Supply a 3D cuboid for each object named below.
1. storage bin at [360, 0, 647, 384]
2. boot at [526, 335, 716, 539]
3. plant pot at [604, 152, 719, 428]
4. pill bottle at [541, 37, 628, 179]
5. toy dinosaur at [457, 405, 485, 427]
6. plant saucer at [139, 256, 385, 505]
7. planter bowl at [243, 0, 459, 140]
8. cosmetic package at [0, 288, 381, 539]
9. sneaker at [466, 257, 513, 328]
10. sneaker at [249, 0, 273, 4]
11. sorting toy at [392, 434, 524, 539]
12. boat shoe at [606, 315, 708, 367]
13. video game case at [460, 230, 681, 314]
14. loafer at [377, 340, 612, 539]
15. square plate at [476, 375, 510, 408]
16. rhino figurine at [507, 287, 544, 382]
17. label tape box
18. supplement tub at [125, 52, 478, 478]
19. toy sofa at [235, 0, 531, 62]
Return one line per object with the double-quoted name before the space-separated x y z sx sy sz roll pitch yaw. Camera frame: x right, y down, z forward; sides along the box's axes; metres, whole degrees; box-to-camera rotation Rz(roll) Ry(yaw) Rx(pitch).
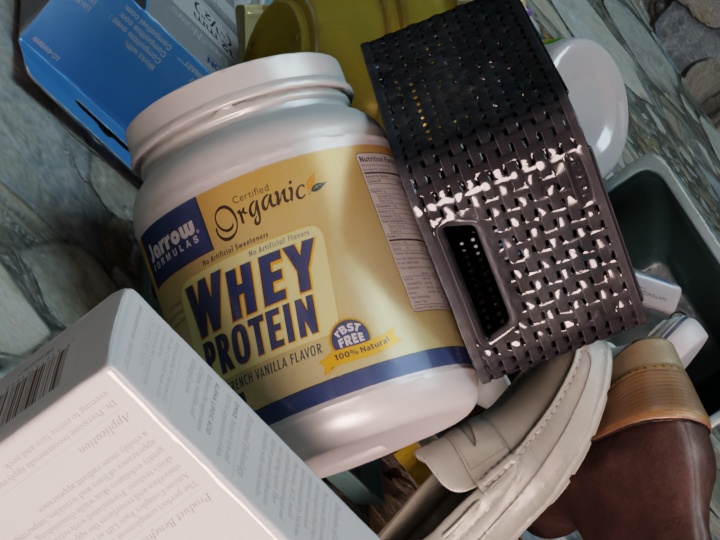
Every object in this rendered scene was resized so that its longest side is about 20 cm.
"storage bin" 0.073 -0.050 1.056 0.200 0.094 0.135 -105 173 -62
"boot" 0.136 0.150 1.093 0.072 0.200 0.167 6 56 -17
"plant pot" 0.210 0.054 1.554 0.197 0.196 0.200 58 8 12
"pill bottle" 0.095 -0.117 1.526 0.111 0.200 0.111 -1 91 -47
"toy dinosaur" 0.062 0.027 1.314 0.106 0.060 0.200 34 -29 41
"plant saucer" -0.056 0.059 1.135 0.200 0.019 0.070 46 20 -28
"planter bowl" -0.021 -0.118 1.250 0.083 0.201 0.201 6 43 -27
"cosmetic package" -0.073 0.115 0.861 0.200 0.102 0.074 48 20 -21
"sneaker" 0.065 0.025 1.439 0.200 0.075 0.088 -126 -146 -57
"sneaker" 0.006 -0.149 1.471 0.200 0.130 0.080 62 13 22
"sorting toy" 0.061 0.137 1.196 0.200 0.036 0.185 55 -2 -10
"boat shoe" 0.148 0.081 1.332 0.070 0.200 0.071 50 42 10
"video game case" 0.088 -0.021 1.319 0.182 0.022 0.200 17 4 -23
"loafer" 0.063 0.111 1.065 0.070 0.200 0.070 35 -4 -19
"square plate" 0.000 0.000 1.207 0.198 0.028 0.200 37 -10 33
"rhino figurine" 0.113 0.082 1.270 0.060 0.200 0.087 -26 47 -38
"label tape box" -0.139 -0.146 1.224 0.143 0.066 0.200 43 20 -32
"supplement tub" -0.035 0.002 1.039 0.144 0.144 0.200 6 61 -66
"toy sofa" 0.018 -0.147 1.387 0.098 0.199 0.083 -18 109 -66
